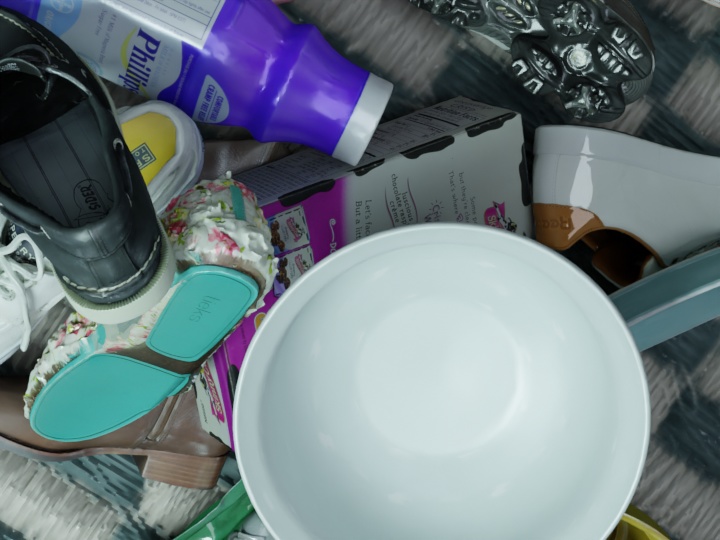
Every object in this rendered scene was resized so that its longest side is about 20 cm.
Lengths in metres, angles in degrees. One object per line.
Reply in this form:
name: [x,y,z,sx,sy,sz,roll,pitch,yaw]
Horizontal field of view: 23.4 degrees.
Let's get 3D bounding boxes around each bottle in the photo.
bottle: [-0.082,-0.115,0.877,0.200,0.084,0.065,25,65,-5]

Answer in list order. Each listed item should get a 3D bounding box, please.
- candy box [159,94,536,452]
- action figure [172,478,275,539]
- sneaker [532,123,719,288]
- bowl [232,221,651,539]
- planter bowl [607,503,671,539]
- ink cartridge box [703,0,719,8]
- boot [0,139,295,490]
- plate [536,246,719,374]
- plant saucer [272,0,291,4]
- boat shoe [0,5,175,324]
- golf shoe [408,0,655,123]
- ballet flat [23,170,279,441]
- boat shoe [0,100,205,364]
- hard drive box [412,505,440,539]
candy box: [0.000,0.000,0.939,0.200,0.061,0.137,-21,116,-26]
action figure: [-0.033,0.136,0.991,0.200,0.055,0.118,-47,129,-4]
sneaker: [0.176,-0.027,0.993,0.200,0.073,0.085,8,87,-30]
bowl: [0.040,0.064,0.870,0.200,0.090,0.202,1,104,2]
planter bowl: [0.103,0.172,1.009,0.200,0.084,0.201,4,129,5]
ink cartridge box: [0.287,-0.186,0.941,0.200,0.147,0.145,15,100,-33]
boot: [-0.122,0.007,0.937,0.186,0.064,0.200,15,101,-31]
plate: [0.167,0.020,0.966,0.200,0.200,0.026,-23,79,-10]
plant saucer: [-0.062,-0.235,0.886,0.200,0.051,0.201,0,100,-3]
boat shoe: [-0.148,-0.066,0.781,0.074,0.200,0.066,-26,147,-4]
golf shoe: [0.082,-0.164,0.959,0.200,0.094,0.078,46,119,2]
ballet flat: [-0.101,0.020,0.849,0.076,0.064,0.200,22,140,-30]
boat shoe: [-0.160,-0.011,0.832,0.202,0.086,0.075,-36,88,-3]
hard drive box: [0.039,0.241,0.972,0.156,0.077,0.200,32,126,-15]
